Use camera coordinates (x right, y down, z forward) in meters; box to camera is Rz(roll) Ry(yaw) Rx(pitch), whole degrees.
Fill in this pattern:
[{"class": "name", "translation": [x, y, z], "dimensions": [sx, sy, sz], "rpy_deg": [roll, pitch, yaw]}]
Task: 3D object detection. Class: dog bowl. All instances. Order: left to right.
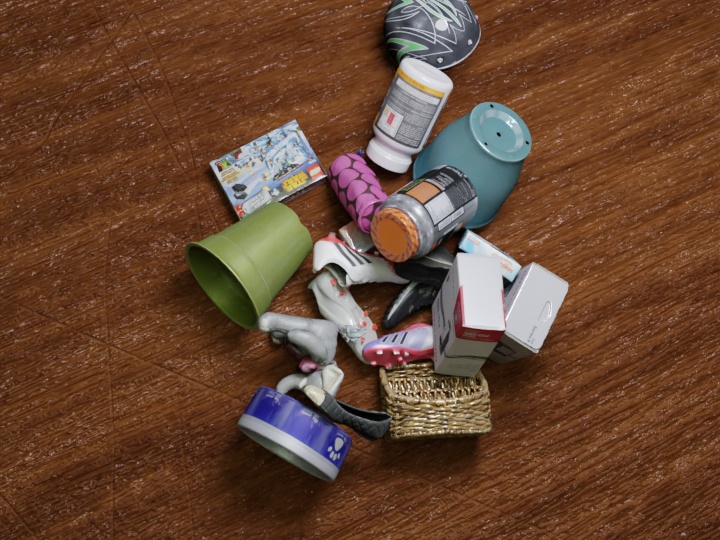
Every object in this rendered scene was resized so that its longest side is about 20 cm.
[{"class": "dog bowl", "translation": [-0.116, 0.290, 1.494], "dimensions": [0.198, 0.200, 0.080], "rpy_deg": [29, 72, 2]}]

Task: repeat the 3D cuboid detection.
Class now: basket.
[{"class": "basket", "translation": [0.138, 0.234, 1.563], "dimensions": [0.196, 0.143, 0.152], "rpy_deg": [-1, 76, -6]}]

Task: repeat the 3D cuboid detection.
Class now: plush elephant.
[{"class": "plush elephant", "translation": [-0.092, 0.172, 1.544], "dimensions": [0.196, 0.165, 0.158], "rpy_deg": [6, 79, -1]}]

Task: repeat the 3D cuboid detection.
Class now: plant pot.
[{"class": "plant pot", "translation": [-0.194, -0.027, 1.587], "dimensions": [0.200, 0.200, 0.190], "rpy_deg": [45, 65, 6]}, {"class": "plant pot", "translation": [0.227, -0.216, 1.632], "dimensions": [0.197, 0.188, 0.203], "rpy_deg": [11, 58, -18]}]

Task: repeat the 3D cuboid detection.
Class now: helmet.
[{"class": "helmet", "translation": [0.143, -0.488, 1.721], "dimensions": [0.196, 0.191, 0.204], "rpy_deg": [1, 75, -5]}]

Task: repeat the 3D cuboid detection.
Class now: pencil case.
[{"class": "pencil case", "translation": [0.007, -0.150, 1.629], "dimensions": [0.093, 0.091, 0.201], "rpy_deg": [14, 30, -30]}]

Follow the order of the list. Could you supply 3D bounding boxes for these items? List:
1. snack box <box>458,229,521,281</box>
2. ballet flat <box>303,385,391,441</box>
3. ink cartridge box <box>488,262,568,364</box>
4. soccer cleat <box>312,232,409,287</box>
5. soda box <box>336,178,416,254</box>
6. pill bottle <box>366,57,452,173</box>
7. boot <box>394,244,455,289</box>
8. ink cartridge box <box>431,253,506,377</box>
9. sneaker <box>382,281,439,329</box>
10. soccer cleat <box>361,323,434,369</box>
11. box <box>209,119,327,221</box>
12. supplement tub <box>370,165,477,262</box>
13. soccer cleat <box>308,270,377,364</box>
[{"class": "snack box", "translation": [0.243, -0.032, 1.615], "dimensions": [0.115, 0.200, 0.037], "rpy_deg": [33, 97, 2]}, {"class": "ballet flat", "translation": [-0.025, 0.236, 1.452], "dimensions": [0.199, 0.066, 0.057], "rpy_deg": [35, 94, -39]}, {"class": "ink cartridge box", "translation": [0.292, 0.085, 1.583], "dimensions": [0.087, 0.200, 0.147], "rpy_deg": [30, 75, -5]}, {"class": "soccer cleat", "translation": [0.000, 0.000, 1.587], "dimensions": [0.198, 0.069, 0.086], "rpy_deg": [22, 65, -17]}, {"class": "soda box", "translation": [0.050, -0.097, 1.680], "dimensions": [0.199, 0.064, 0.069], "rpy_deg": [-34, 81, -12]}, {"class": "pill bottle", "translation": [0.092, -0.303, 1.665], "dimensions": [0.115, 0.117, 0.202], "rpy_deg": [28, 116, 2]}, {"class": "boot", "translation": [0.157, -0.038, 1.616], "dimensions": [0.198, 0.077, 0.140], "rpy_deg": [20, 49, -24]}, {"class": "ink cartridge box", "translation": [0.191, 0.084, 1.523], "dimensions": [0.081, 0.201, 0.149], "rpy_deg": [5, 59, -8]}, {"class": "sneaker", "translation": [0.127, 0.048, 1.648], "dimensions": [0.087, 0.076, 0.201], "rpy_deg": [41, 75, 0]}, {"class": "soccer cleat", "translation": [0.089, 0.138, 1.613], "dimensions": [0.197, 0.067, 0.077], "rpy_deg": [-3, 54, -22]}, {"class": "box", "translation": [-0.184, -0.196, 1.693], "dimensions": [0.198, 0.040, 0.138], "rpy_deg": [-28, 79, -12]}, {"class": "supplement tub", "translation": [0.114, -0.101, 1.525], "dimensions": [0.123, 0.123, 0.199], "rpy_deg": [50, 50, 7]}, {"class": "soccer cleat", "translation": [-0.029, 0.093, 1.629], "dimensions": [0.069, 0.077, 0.202], "rpy_deg": [-36, 100, -48]}]
